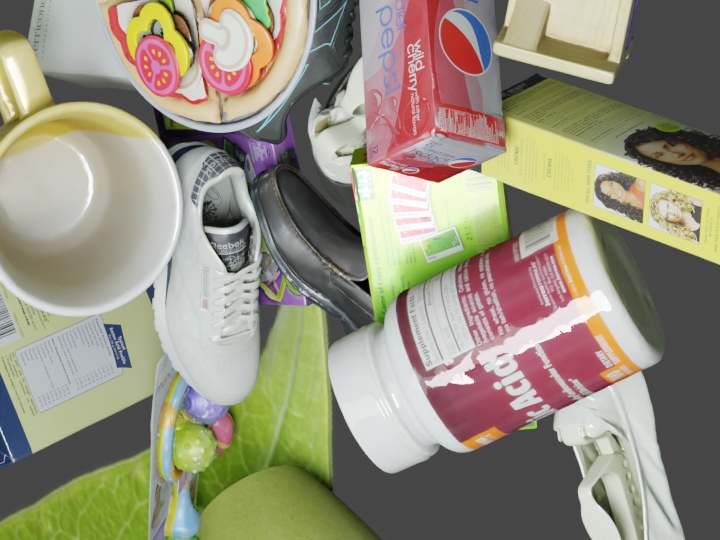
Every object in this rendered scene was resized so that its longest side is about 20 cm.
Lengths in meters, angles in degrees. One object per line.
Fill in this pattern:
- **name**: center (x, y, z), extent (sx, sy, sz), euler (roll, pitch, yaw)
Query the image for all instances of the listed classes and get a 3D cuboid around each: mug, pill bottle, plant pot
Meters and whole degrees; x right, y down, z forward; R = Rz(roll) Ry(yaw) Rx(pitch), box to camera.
- **mug**: center (-0.215, -0.071, 1.812), extent (0.153, 0.148, 0.188), euler (-155, 75, -70)
- **pill bottle**: center (0.086, 0.048, 1.624), extent (0.199, 0.114, 0.115), euler (-27, 89, 17)
- **plant pot**: center (-0.037, 0.253, 1.865), extent (0.201, 0.186, 0.187), euler (60, 138, 26)

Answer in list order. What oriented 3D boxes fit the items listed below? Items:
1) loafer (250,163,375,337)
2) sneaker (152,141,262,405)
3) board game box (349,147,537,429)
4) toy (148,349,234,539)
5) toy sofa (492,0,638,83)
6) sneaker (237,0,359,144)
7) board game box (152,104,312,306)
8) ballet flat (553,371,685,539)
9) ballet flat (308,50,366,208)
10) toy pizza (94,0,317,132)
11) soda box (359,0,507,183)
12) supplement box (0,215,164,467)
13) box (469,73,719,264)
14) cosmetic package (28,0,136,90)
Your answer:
- **loafer**: center (0.000, 0.000, 1.781), extent (0.072, 0.073, 0.200), euler (-38, 90, 37)
- **sneaker**: center (-0.104, 0.008, 1.824), extent (0.080, 0.076, 0.201), euler (18, 122, 54)
- **board game box**: center (0.058, 0.012, 1.703), extent (0.101, 0.048, 0.201), euler (-7, 106, 7)
- **toy**: center (-0.127, 0.135, 1.939), extent (0.047, 0.115, 0.201), euler (14, 119, 9)
- **toy sofa**: center (0.145, -0.226, 1.538), extent (0.082, 0.098, 0.201), euler (15, 121, 10)
- **sneaker**: center (-0.034, -0.177, 1.695), extent (0.079, 0.075, 0.200), euler (36, 97, -13)
- **board game box**: center (-0.095, -0.073, 1.862), extent (0.120, 0.032, 0.201), euler (5, 111, 46)
- **ballet flat**: center (0.165, 0.122, 1.673), extent (0.069, 0.069, 0.201), euler (-11, 100, 45)
- **ballet flat**: center (0.001, -0.113, 1.722), extent (0.068, 0.068, 0.200), euler (46, 134, 19)
- **toy pizza**: center (-0.110, -0.187, 1.627), extent (0.199, 0.032, 0.202), euler (13, 111, 37)
- **soda box**: center (0.043, -0.163, 1.604), extent (0.070, 0.063, 0.201), euler (-23, 63, 45)
- **supplement box**: center (-0.269, 0.036, 1.951), extent (0.134, 0.199, 0.201), euler (-18, 95, 46)
- **box**: center (0.167, -0.067, 1.582), extent (0.199, 0.075, 0.050), euler (21, 124, 35)
- **cosmetic package**: center (-0.149, -0.183, 1.808), extent (0.199, 0.071, 0.102), euler (7, 87, 43)
